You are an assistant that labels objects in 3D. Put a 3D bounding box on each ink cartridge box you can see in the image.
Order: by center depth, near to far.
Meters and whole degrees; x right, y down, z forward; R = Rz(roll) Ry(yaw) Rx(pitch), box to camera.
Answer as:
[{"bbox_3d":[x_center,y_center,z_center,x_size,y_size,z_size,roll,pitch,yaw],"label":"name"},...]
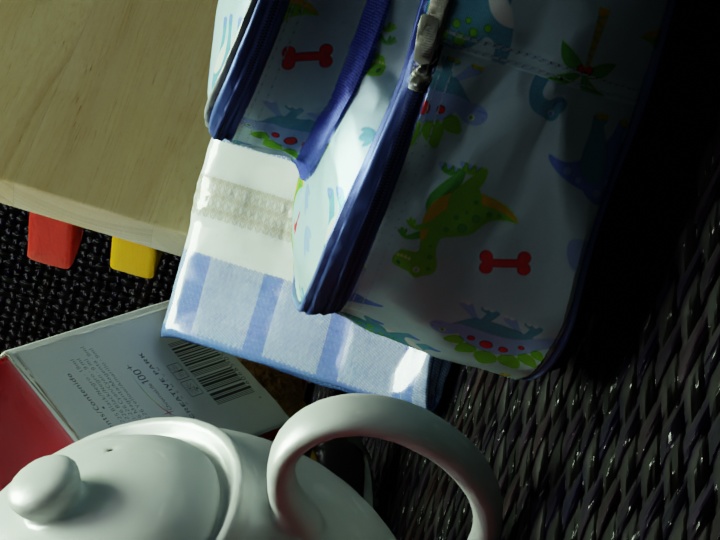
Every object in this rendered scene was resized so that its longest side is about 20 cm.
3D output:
[{"bbox_3d":[-0.156,0.122,1.014,0.175,0.084,0.200,-17,-29,-55],"label":"ink cartridge box"}]

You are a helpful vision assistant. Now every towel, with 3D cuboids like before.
[{"bbox_3d":[-0.004,-0.049,0.974,0.024,0.146,0.201,11,-85,-65],"label":"towel"}]

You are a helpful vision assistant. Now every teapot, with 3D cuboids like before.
[{"bbox_3d":[-0.073,0.120,0.784,0.200,0.147,0.197,-42,35,-22],"label":"teapot"}]

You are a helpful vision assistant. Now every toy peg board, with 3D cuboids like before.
[{"bbox_3d":[-0.109,-0.078,1.113,0.098,0.198,0.201,104,-178,-53],"label":"toy peg board"}]

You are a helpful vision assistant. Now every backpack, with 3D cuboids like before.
[{"bbox_3d":[0.027,-0.077,0.723,0.183,0.146,0.201,-114,38,-83],"label":"backpack"}]

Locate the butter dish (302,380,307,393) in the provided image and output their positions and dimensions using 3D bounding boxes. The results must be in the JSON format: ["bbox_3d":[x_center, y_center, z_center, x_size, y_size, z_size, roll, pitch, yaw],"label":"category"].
[{"bbox_3d":[-0.125,0.108,1.504,0.199,0.147,0.201,145,141,-78],"label":"butter dish"}]

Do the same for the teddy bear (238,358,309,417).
[{"bbox_3d":[-0.059,0.061,1.285,0.145,0.066,0.201,33,-118,-50],"label":"teddy bear"}]

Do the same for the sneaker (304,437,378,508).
[{"bbox_3d":[-0.068,0.153,1.033,0.201,0.090,0.070,-61,35,14],"label":"sneaker"}]
